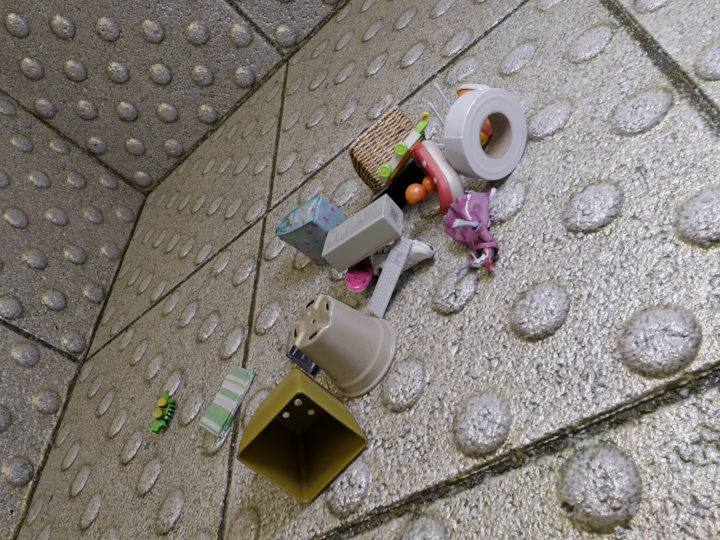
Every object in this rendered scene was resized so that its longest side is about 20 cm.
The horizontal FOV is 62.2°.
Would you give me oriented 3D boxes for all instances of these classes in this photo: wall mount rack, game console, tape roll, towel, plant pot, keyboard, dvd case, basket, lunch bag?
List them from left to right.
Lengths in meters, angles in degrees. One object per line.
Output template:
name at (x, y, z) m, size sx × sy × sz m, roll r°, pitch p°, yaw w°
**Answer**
towel at (-0.386, 0.372, 1.723) m, size 0.152 × 0.023 × 0.202 m, roll 1°, pitch 60°, yaw 53°
plant pot at (-0.131, 0.333, 1.291) m, size 0.200 × 0.200 × 0.177 m, roll -46°, pitch 22°, yaw 8°
lunch bag at (-0.132, -0.109, 1.732) m, size 0.199 × 0.169 × 0.123 m, roll -25°, pitch 43°, yaw 43°
dvd case at (-0.107, 0.165, 1.570) m, size 0.201 × 0.025 × 0.150 m, roll -57°, pitch 32°, yaw -9°
plant pot at (-0.049, 0.156, 1.355) m, size 0.199 × 0.183 × 0.202 m, roll -32°, pitch 37°, yaw 28°
basket at (0.069, -0.334, 1.672) m, size 0.200 × 0.149 × 0.143 m, roll -45°, pitch 4°, yaw -10°
keyboard at (0.070, 0.014, 1.431) m, size 0.056 × 0.011 × 0.202 m, roll 36°, pitch 110°, yaw 48°
game console at (0.094, -0.237, 1.622) m, size 0.199 × 0.116 × 0.177 m, roll -39°, pitch 34°, yaw 19°
wall mount rack at (0.212, -0.375, 1.553) m, size 0.073 × 0.176 × 0.201 m, roll 8°, pitch 40°, yaw 9°
tape roll at (0.287, -0.311, 1.369) m, size 0.204 × 0.202 × 0.071 m, roll -57°, pitch 33°, yaw -8°

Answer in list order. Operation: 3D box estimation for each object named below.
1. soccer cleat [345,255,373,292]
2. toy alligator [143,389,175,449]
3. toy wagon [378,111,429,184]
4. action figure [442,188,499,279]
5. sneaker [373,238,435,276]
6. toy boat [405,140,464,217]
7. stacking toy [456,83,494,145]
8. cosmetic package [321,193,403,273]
soccer cleat at (0.000, 0.000, 1.552) m, size 0.069 × 0.087 × 0.202 m, roll 5°, pitch 43°, yaw 3°
toy alligator at (-0.632, 0.478, 1.908) m, size 0.053 × 0.060 × 0.202 m, roll 5°, pitch 52°, yaw 6°
toy wagon at (0.116, -0.307, 1.500) m, size 0.201 × 0.039 × 0.155 m, roll -52°, pitch -1°, yaw 28°
action figure at (0.257, -0.070, 1.302) m, size 0.147 × 0.135 × 0.201 m, roll -10°, pitch 47°, yaw -14°
sneaker at (0.103, -0.026, 1.459) m, size 0.199 × 0.075 × 0.082 m, roll -9°, pitch 65°, yaw 51°
toy boat at (0.168, -0.203, 1.435) m, size 0.130 × 0.130 × 0.201 m, roll -33°, pitch 64°, yaw 7°
stacking toy at (0.289, -0.357, 1.520) m, size 0.146 × 0.145 × 0.203 m, roll 22°, pitch 95°, yaw 57°
cosmetic package at (0.005, -0.089, 1.469) m, size 0.199 × 0.073 × 0.104 m, roll -31°, pitch 28°, yaw 30°
